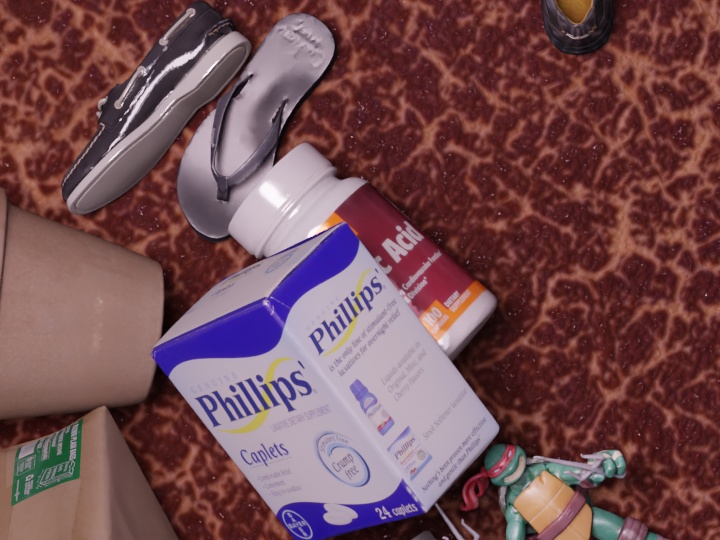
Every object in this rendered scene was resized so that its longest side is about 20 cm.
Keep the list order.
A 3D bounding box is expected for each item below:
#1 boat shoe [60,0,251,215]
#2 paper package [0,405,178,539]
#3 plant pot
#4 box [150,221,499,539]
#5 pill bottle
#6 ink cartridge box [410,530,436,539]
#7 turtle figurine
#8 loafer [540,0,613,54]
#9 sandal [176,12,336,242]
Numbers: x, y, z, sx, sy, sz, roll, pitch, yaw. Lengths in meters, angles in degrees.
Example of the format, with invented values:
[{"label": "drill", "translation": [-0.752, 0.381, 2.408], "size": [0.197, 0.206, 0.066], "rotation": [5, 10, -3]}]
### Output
[{"label": "boat shoe", "translation": [-0.176, -0.131, 1.675], "size": [0.060, 0.074, 0.200], "rotation": [45, 97, 14]}, {"label": "paper package", "translation": [-0.198, 0.236, 1.564], "size": [0.103, 0.200, 0.192], "rotation": [-21, 117, 4]}, {"label": "plant pot", "translation": [-0.246, 0.036, 1.626], "size": [0.173, 0.200, 0.202], "rotation": [7, 87, -12]}, {"label": "box", "translation": [-0.030, 0.089, 1.560], "size": [0.200, 0.184, 0.105], "rotation": [53, 55, -10]}, {"label": "pill bottle", "translation": [0.000, 0.000, 1.630], "size": [0.200, 0.114, 0.114], "rotation": [42, 91, 6]}, {"label": "ink cartridge box", "translation": [0.049, 0.286, 1.567], "size": [0.083, 0.200, 0.146], "rotation": [-34, 84, 5]}, {"label": "turtle figurine", "translation": [0.156, 0.192, 1.614], "size": [0.200, 0.101, 0.150], "rotation": [39, 105, -9]}, {"label": "loafer", "translation": [0.164, -0.276, 1.654], "size": [0.072, 0.072, 0.201], "rotation": [-14, 85, 5]}, {"label": "sandal", "translation": [-0.090, -0.120, 1.681], "size": [0.076, 0.043, 0.201], "rotation": [27, 89, 6]}]
